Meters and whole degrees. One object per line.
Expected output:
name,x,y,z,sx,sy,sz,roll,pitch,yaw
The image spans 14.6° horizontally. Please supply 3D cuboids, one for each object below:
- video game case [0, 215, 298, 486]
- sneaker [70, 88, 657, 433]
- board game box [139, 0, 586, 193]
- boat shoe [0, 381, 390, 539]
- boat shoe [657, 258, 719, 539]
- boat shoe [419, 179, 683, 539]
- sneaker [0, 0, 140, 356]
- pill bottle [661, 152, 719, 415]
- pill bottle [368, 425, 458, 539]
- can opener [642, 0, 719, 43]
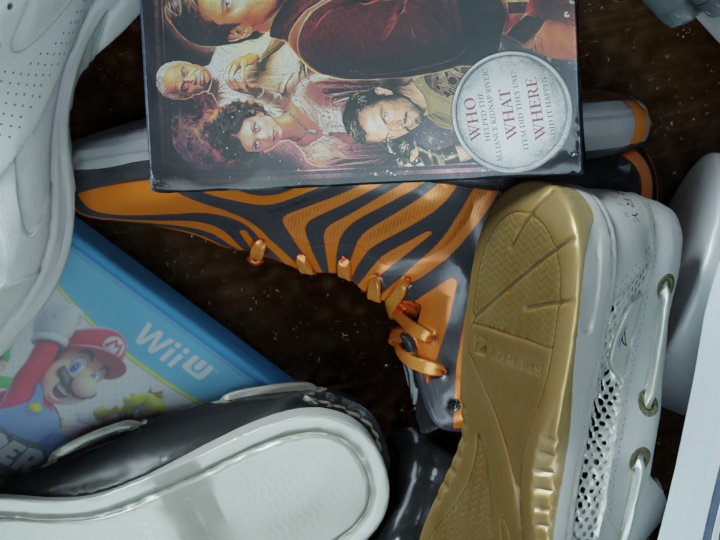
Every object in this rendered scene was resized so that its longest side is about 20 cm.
video game case,-0.125,0.081,0.979,0.200,0.018,0.143,-42,122,16
sneaker,0.000,0.000,0.931,0.199,0.078,0.113,-1,99,2
board game box,-0.002,-0.126,0.859,0.135,0.035,0.201,-3,93,7
boat shoe,-0.086,0.089,0.945,0.199,0.060,0.074,-23,103,4
boat shoe,0.140,0.084,0.860,0.090,0.071,0.201,15,116,16
boat shoe,0.066,0.073,0.881,0.069,0.071,0.201,2,106,-35
sneaker,-0.128,-0.061,0.873,0.077,0.099,0.201,14,82,22
pill bottle,0.194,0.033,0.934,0.199,0.113,0.113,19,110,-7
pill bottle,0.075,0.148,0.979,0.199,0.112,0.112,29,108,-11
can opener,0.116,-0.109,0.921,0.200,0.053,0.067,42,71,-16
